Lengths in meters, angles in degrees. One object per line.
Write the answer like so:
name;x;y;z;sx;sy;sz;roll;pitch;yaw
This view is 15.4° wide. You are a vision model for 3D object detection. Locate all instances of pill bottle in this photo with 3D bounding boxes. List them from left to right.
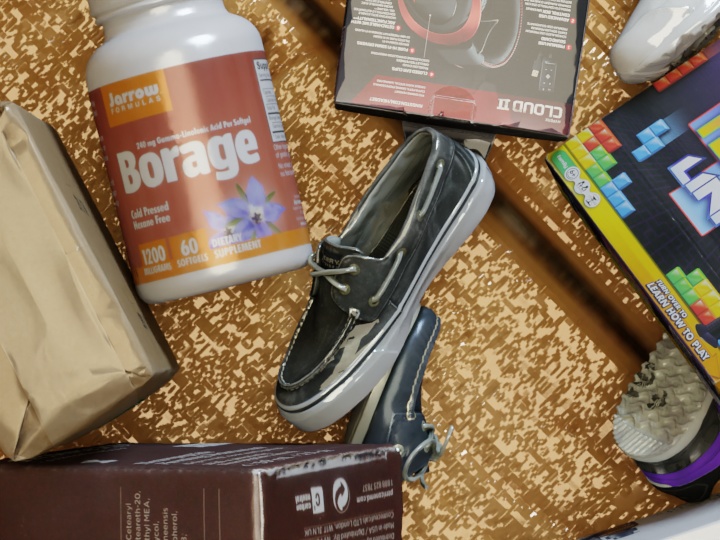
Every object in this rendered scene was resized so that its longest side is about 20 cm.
pill bottle;-0.104;-0.087;1.628;0.112;0.112;0.201;-14;91;0

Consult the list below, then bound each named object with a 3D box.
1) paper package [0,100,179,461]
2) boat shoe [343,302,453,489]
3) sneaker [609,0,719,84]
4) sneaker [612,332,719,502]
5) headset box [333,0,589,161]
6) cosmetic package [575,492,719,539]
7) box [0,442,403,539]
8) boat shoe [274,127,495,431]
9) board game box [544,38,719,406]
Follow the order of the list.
paper package;-0.197;0.008;1.584;0.103;0.200;0.191;-28;90;-1
boat shoe;0.017;0.118;1.649;0.062;0.075;0.201;19;88;0
sneaker;0.205;-0.207;1.656;0.099;0.078;0.200;37;81;6
sneaker;0.239;0.060;1.656;0.200;0.070;0.100;-49;130;-13
headset box;0.066;-0.168;1.647;0.148;0.075;0.201;8;90;0
cosmetic package;0.174;0.181;1.614;0.199;0.151;0.052;-18;91;-1
box;-0.097;0.188;1.569;0.199;0.166;0.165;-1;91;29
boat shoe;0.000;0.000;1.614;0.071;0.072;0.200;39;80;-38
board game box;0.233;-0.036;1.609;0.165;0.057;0.200;-35;57;1
